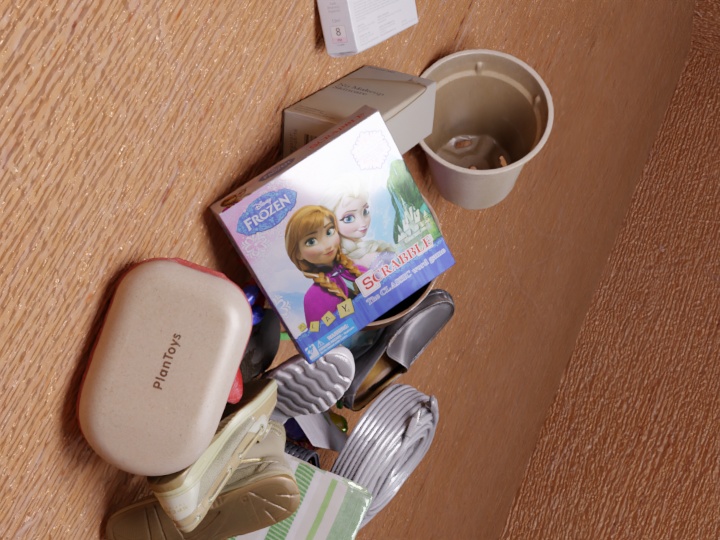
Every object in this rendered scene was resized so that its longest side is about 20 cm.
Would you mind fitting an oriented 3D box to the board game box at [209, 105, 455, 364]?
[{"bbox_3d":[-0.024,-0.036,1.117,0.200,0.041,0.200,-35,115,-10],"label":"board game box"}]

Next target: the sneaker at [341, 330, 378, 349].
[{"bbox_3d":[0.019,0.094,1.441,0.079,0.130,0.201,3,105,-68],"label":"sneaker"}]

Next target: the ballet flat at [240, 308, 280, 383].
[{"bbox_3d":[-0.148,0.116,1.184,0.068,0.046,0.200,62,40,-32],"label":"ballet flat"}]

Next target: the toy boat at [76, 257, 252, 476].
[{"bbox_3d":[-0.185,0.091,0.996,0.131,0.130,0.201,168,-58,-81],"label":"toy boat"}]

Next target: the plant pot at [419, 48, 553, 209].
[{"bbox_3d":[0.170,-0.187,1.540,0.184,0.200,0.201,83,31,-67],"label":"plant pot"}]

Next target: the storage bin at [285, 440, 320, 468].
[{"bbox_3d":[-0.119,0.314,1.330,0.135,0.093,0.201,-53,152,-40],"label":"storage bin"}]

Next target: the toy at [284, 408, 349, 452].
[{"bbox_3d":[-0.069,0.201,1.376,0.047,0.115,0.200,-41,158,8],"label":"toy"}]

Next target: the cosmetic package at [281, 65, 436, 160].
[{"bbox_3d":[0.001,-0.172,1.230,0.200,0.103,0.073,-43,144,-52],"label":"cosmetic package"}]

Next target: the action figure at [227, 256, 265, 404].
[{"bbox_3d":[-0.158,0.073,1.107,0.200,0.098,0.065,-82,168,-46],"label":"action figure"}]

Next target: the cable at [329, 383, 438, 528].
[{"bbox_3d":[0.025,0.241,1.360,0.200,0.069,0.200,-52,163,-9],"label":"cable"}]

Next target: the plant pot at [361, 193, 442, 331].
[{"bbox_3d":[0.000,0.000,1.289,0.200,0.186,0.188,93,21,-73],"label":"plant pot"}]

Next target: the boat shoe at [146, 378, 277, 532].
[{"bbox_3d":[-0.139,0.179,1.070,0.063,0.073,0.201,67,29,-18],"label":"boat shoe"}]

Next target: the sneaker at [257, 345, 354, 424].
[{"bbox_3d":[-0.081,0.127,1.222,0.075,0.200,0.082,43,38,-19],"label":"sneaker"}]

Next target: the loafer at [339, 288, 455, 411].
[{"bbox_3d":[0.049,0.107,1.365,0.200,0.072,0.073,-43,126,7],"label":"loafer"}]

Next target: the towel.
[{"bbox_3d":[-0.104,0.280,1.206,0.023,0.199,0.153,107,9,-72],"label":"towel"}]

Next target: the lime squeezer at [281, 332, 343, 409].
[{"bbox_3d":[-0.050,0.108,1.382,0.200,0.038,0.071,55,37,-49],"label":"lime squeezer"}]

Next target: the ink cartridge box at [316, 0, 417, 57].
[{"bbox_3d":[0.000,-0.358,1.187,0.163,0.057,0.201,-40,122,-53],"label":"ink cartridge box"}]

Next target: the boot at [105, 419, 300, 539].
[{"bbox_3d":[-0.169,0.226,1.129,0.156,0.199,0.073,-115,-172,-68],"label":"boot"}]
